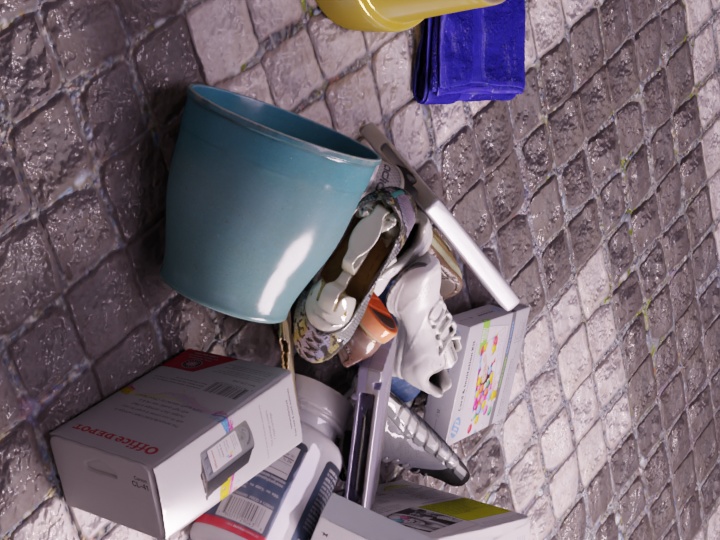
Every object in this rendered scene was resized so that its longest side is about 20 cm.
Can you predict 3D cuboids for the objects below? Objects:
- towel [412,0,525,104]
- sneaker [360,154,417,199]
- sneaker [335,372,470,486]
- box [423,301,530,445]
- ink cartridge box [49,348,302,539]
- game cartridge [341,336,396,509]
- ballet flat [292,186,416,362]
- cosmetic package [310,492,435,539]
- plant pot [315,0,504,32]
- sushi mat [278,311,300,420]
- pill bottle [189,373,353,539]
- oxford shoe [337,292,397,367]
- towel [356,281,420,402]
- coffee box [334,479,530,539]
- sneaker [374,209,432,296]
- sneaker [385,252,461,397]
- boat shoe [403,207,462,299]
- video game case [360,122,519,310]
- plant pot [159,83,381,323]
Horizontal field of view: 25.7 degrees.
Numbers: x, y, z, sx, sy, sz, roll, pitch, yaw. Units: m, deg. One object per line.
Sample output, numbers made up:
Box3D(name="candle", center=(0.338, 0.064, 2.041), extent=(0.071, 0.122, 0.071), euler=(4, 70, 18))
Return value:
Box3D(name="towel", center=(0.140, -0.276, 1.917), extent=(0.200, 0.049, 0.149), euler=(-10, 107, -52))
Box3D(name="sneaker", center=(0.012, -0.084, 1.686), extent=(0.087, 0.200, 0.074), euler=(31, 87, -9))
Box3D(name="sneaker", center=(0.030, 0.214, 1.846), extent=(0.116, 0.075, 0.200), euler=(-46, 114, 0))
Box3D(name="box", center=(0.145, 0.125, 1.981), extent=(0.200, 0.041, 0.157), euler=(-11, 115, -62))
Box3D(name="ink cartridge box", center=(-0.175, 0.161, 1.518), extent=(0.200, 0.147, 0.086), euler=(-33, 123, -43))
Box3D(name="game cartridge", center=(0.007, 0.173, 1.715), extent=(0.130, 0.038, 0.201), euler=(-76, 173, -70))
Box3D(name="ballet flat", center=(-0.015, 0.003, 1.573), extent=(0.072, 0.072, 0.201), euler=(20, 103, -53))
Box3D(name="cosmetic package", center=(0.001, 0.348, 1.655), extent=(0.052, 0.150, 0.201), euler=(-62, 175, -60))
Box3D(name="plant pot", center=(0.068, -0.352, 1.689), extent=(0.200, 0.188, 0.202), euler=(-18, 113, -50))
Box3D(name="sushi mat", center=(-0.076, 0.072, 1.638), extent=(0.200, 0.012, 0.096), euler=(-100, -176, -67))
Box3D(name="pill bottle", center=(-0.087, 0.217, 1.672), extent=(0.120, 0.119, 0.201), euler=(49, 60, -46))
Box3D(name="oxford shoe", center=(-0.043, 0.012, 1.661), extent=(0.073, 0.200, 0.071), euler=(-43, 149, 15))
Box3D(name="towel", center=(0.028, 0.071, 1.851), extent=(0.200, 0.048, 0.112), euler=(43, 65, -49))
Box3D(name="coffee box", center=(0.055, 0.369, 1.830), extent=(0.200, 0.197, 0.201), euler=(-2, 100, -53))
Box3D(name="sneaker", center=(0.000, 0.000, 1.720), extent=(0.200, 0.078, 0.099), euler=(-49, 176, -7))
Box3D(name="sneaker", center=(0.078, 0.060, 1.762), extent=(0.074, 0.087, 0.201), euler=(-40, 149, -30))
Box3D(name="boat shoe", center=(0.051, -0.047, 1.851), extent=(0.200, 0.071, 0.076), euler=(50, 28, -41))
Box3D(name="video game case", center=(0.090, -0.061, 1.795), extent=(0.024, 0.182, 0.200), euler=(-40, 131, 3))
Box3D(name="plant pot", center=(-0.105, -0.058, 1.540), extent=(0.200, 0.200, 0.189), euler=(6, 109, -53))
